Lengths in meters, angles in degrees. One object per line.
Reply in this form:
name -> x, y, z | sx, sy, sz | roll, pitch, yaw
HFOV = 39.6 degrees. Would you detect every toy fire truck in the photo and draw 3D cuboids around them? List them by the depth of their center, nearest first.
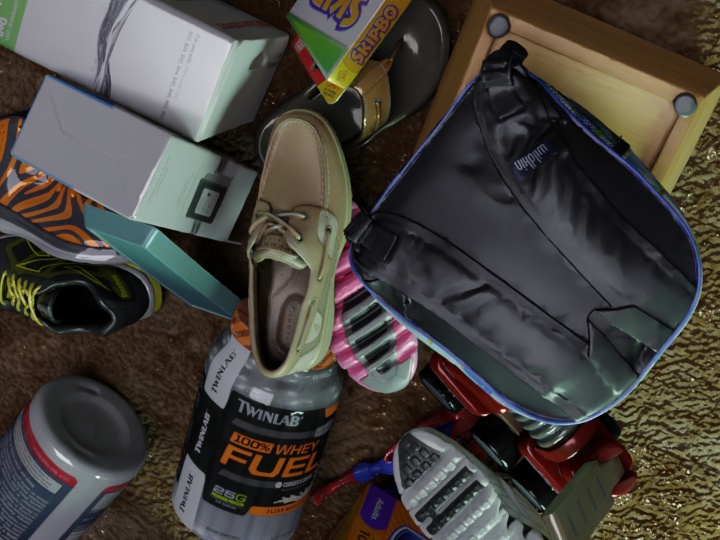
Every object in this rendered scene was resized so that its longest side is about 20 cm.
toy fire truck -> 0.134, 0.119, 0.753 | 0.129, 0.200, 0.176 | -43, 95, -9

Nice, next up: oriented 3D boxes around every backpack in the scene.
backpack -> 0.119, -0.012, 0.666 | 0.200, 0.147, 0.183 | 42, 101, 9

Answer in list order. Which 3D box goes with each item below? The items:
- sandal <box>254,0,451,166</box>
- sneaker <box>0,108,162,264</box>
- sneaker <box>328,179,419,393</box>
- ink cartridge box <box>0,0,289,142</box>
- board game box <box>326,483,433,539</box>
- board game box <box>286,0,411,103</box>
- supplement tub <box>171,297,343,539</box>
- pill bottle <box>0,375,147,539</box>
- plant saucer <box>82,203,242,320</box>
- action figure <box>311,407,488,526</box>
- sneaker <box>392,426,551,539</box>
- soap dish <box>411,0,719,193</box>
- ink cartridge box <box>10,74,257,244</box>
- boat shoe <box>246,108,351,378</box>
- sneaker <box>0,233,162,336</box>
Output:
sandal -> -0.011, -0.139, 0.800 | 0.199, 0.055, 0.082 | -31, 99, 21
sneaker -> -0.261, -0.079, 0.869 | 0.198, 0.078, 0.113 | 16, 112, 8
sneaker -> 0.000, 0.000, 0.818 | 0.078, 0.095, 0.202 | -23, 88, 15
ink cartridge box -> -0.173, -0.186, 0.774 | 0.199, 0.146, 0.085 | 27, 109, 4
board game box -> 0.023, 0.354, 0.850 | 0.199, 0.200, 0.201 | 30, 126, -2
board game box -> 0.013, -0.229, 0.750 | 0.030, 0.096, 0.201 | 16, 122, -40
supplement tub -> -0.087, 0.131, 0.872 | 0.121, 0.123, 0.202 | 20, 112, 7
pill bottle -> -0.304, 0.207, 0.952 | 0.119, 0.120, 0.200 | 42, 112, -3
plant saucer -> -0.153, 0.001, 0.814 | 0.069, 0.200, 0.019 | 18, 77, 21
action figure -> 0.049, 0.176, 0.896 | 0.199, 0.052, 0.066 | -34, 95, 19
sneaker -> 0.102, 0.202, 0.846 | 0.075, 0.081, 0.200 | -40, 104, 17
soap dish -> 0.152, -0.110, 0.756 | 0.198, 0.081, 0.159 | 24, 112, 4
ink cartridge box -> -0.162, -0.080, 0.787 | 0.115, 0.200, 0.067 | 26, 94, 16
boat shoe -> -0.050, -0.021, 0.748 | 0.071, 0.064, 0.202 | 2, 94, 19
sneaker -> -0.283, 0.013, 0.901 | 0.198, 0.085, 0.075 | 5, 108, 12
